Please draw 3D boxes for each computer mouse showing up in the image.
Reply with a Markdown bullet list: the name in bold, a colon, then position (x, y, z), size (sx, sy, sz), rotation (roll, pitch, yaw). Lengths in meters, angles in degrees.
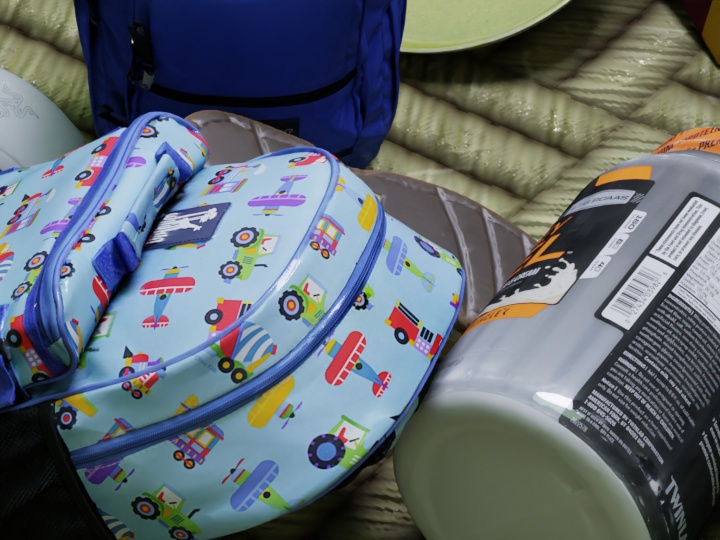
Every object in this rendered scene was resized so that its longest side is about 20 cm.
- **computer mouse**: position (-0.222, -0.082, 1.332), size (0.199, 0.044, 0.110), rotation (12, 40, 13)

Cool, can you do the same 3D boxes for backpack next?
- **backpack**: position (-0.059, -0.123, 1.268), size (0.161, 0.201, 0.169), rotation (3, 49, -2)
- **backpack**: position (-0.069, 0.023, 1.084), size (0.199, 0.135, 0.183), rotation (-16, 28, 34)

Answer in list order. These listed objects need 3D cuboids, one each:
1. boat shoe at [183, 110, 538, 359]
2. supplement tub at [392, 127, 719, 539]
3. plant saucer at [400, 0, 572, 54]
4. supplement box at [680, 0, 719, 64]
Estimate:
- **boat shoe**: position (0.000, 0.000, 1.218), size (0.199, 0.076, 0.072), rotation (26, 43, -7)
- **supplement tub**: position (0.110, 0.037, 1.130), size (0.122, 0.123, 0.200), rotation (21, 45, 23)
- **plant saucer**: position (0.050, -0.189, 1.428), size (0.199, 0.031, 0.201), rotation (-7, 62, 14)
- **supplement box**: position (0.210, -0.250, 1.396), size (0.132, 0.198, 0.201), rotation (-14, 57, -18)
